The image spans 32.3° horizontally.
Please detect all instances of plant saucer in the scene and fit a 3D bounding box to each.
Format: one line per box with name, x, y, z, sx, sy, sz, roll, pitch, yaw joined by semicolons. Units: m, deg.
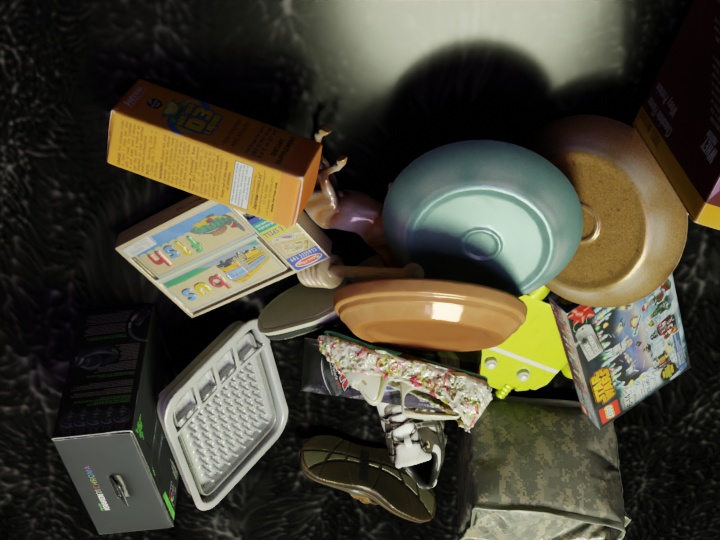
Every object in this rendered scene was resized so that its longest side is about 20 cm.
plant saucer;0.070;0.050;1.262;0.197;0.038;0.200;4;165;1
plant saucer;0.225;-0.052;1.242;0.198;0.035;0.203;13;116;28
plant saucer;0.118;-0.035;1.215;0.197;0.036;0.202;4;131;5

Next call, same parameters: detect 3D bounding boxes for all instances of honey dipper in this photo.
honey dipper;0.000;0.000;1.284;0.038;0.038;0.199;35;161;-29

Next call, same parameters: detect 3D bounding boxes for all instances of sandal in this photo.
sandal;0.006;0.267;1.584;0.198;0.083;0.055;19;146;-20

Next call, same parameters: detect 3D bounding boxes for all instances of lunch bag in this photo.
lunch bag;0.220;0.246;1.500;0.197;0.166;0.118;6;142;-5

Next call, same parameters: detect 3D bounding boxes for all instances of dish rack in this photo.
dish rack;-0.164;0.163;1.446;0.043;0.172;0.201;21;142;32

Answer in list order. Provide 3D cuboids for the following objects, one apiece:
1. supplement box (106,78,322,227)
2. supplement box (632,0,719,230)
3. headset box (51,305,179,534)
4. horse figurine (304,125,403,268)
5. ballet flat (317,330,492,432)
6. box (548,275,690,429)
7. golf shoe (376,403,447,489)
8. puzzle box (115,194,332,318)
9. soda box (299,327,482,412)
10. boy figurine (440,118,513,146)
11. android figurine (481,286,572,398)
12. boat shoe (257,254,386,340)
supplement box;-0.141;-0.113;1.197;0.198;0.067;0.069;18;132;6
supplement box;0.364;-0.156;1.095;0.131;0.198;0.202;14;119;-14
headset box;-0.266;0.173;1.403;0.091;0.201;0.175;-6;132;6
horse figurine;-0.005;-0.069;1.268;0.198;0.050;0.133;24;141;-2
ballet flat;0.042;0.119;1.324;0.198;0.065;0.076;16;166;7
box;0.294;0.071;1.395;0.136;0.040;0.201;-32;131;-8
golf shoe;0.059;0.180;1.492;0.077;0.095;0.201;-18;129;16
puzzle box;-0.146;-0.026;1.326;0.198;0.026;0.133;-24;129;28
soda box;0.035;0.111;1.402;0.197;0.071;0.064;7;101;9
boy figurine;0.097;-0.057;1.285;0.123;0.064;0.202;25;129;15
android figurine;0.191;0.074;1.434;0.180;0.041;0.201;22;127;-20
boat shoe;-0.019;0.041;1.376;0.198;0.072;0.068;-20;130;12
